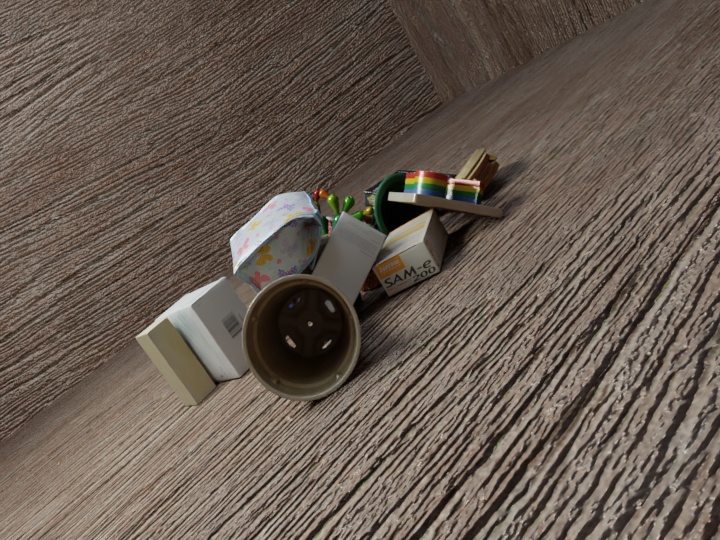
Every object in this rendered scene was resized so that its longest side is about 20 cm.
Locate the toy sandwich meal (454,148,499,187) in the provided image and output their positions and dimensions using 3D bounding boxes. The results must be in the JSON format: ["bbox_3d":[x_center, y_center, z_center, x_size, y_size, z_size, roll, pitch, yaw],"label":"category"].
[{"bbox_3d":[0.269,-0.216,1.501,0.207,0.070,0.205,-53,-1,-2],"label":"toy sandwich meal"}]

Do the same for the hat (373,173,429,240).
[{"bbox_3d":[0.060,-0.128,1.482,0.166,0.202,0.174,-46,24,-26],"label":"hat"}]

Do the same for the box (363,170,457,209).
[{"bbox_3d":[0.139,-0.215,1.634,0.195,0.051,0.198,10,31,31],"label":"box"}]

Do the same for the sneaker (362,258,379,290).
[{"bbox_3d":[0.000,0.000,1.405,0.197,0.077,0.092,-17,17,48],"label":"sneaker"}]

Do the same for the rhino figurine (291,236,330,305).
[{"bbox_3d":[-0.109,0.003,1.301,0.199,0.089,0.059,-42,23,-31],"label":"rhino figurine"}]

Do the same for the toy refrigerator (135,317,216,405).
[{"bbox_3d":[-0.426,0.212,1.410,0.075,0.203,0.070,-18,19,48],"label":"toy refrigerator"}]

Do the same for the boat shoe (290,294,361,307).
[{"bbox_3d":[-0.088,0.081,1.327,0.196,0.074,0.073,-23,18,20],"label":"boat shoe"}]

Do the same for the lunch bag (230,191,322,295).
[{"bbox_3d":[-0.157,-0.059,1.224,0.200,0.127,0.170,-44,28,6],"label":"lunch bag"}]

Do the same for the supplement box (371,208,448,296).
[{"bbox_3d":[0.110,-0.041,1.274,0.124,0.075,0.201,-27,15,24],"label":"supplement box"}]

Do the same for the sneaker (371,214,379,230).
[{"bbox_3d":[0.012,-0.096,1.493,0.072,0.090,0.200,12,23,20],"label":"sneaker"}]

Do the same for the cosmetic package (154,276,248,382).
[{"bbox_3d":[-0.355,0.151,1.449,0.197,0.202,0.123,-19,19,46],"label":"cosmetic package"}]

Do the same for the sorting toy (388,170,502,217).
[{"bbox_3d":[0.180,-0.167,1.298,0.194,0.072,0.199,8,6,-14],"label":"sorting toy"}]

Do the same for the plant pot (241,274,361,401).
[{"bbox_3d":[-0.094,0.105,1.070,0.198,0.203,0.183,-33,2,2],"label":"plant pot"}]

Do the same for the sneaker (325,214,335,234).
[{"bbox_3d":[-0.053,-0.108,1.551,0.073,0.083,0.200,-19,7,-5],"label":"sneaker"}]

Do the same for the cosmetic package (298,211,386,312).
[{"bbox_3d":[-0.038,-0.001,1.229,0.204,0.106,0.085,-62,2,-5],"label":"cosmetic package"}]

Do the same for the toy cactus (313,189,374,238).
[{"bbox_3d":[-0.057,-0.094,1.406,0.168,0.197,0.102,-63,-23,-1],"label":"toy cactus"}]
